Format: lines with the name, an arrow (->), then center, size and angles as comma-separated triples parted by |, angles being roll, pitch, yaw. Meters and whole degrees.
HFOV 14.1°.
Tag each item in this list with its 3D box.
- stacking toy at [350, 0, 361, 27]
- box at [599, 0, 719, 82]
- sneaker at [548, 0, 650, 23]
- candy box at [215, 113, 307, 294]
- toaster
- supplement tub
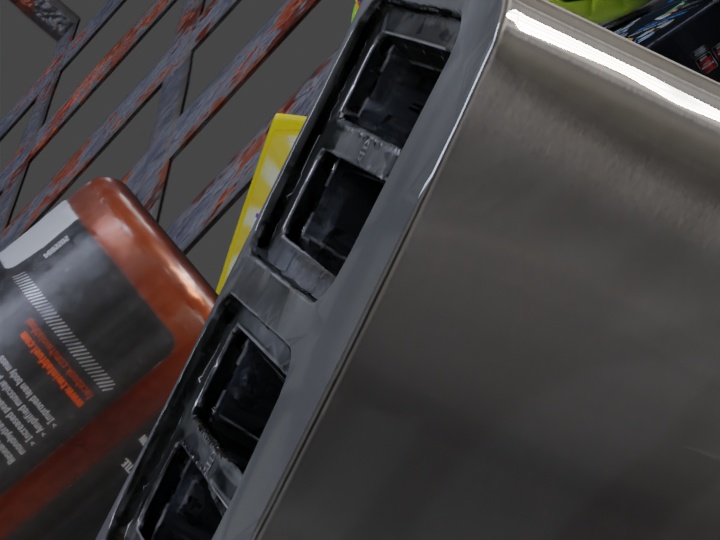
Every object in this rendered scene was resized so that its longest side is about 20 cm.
stacking toy -> 0.034, -0.117, 1.420 | 0.110, 0.116, 0.200 | -53, 3, -21
box -> 0.076, -0.051, 1.090 | 0.159, 0.046, 0.200 | -34, 7, -25
sneaker -> 0.151, -0.164, 1.116 | 0.200, 0.074, 0.084 | -26, 7, 6
candy box -> 0.000, 0.000, 1.012 | 0.200, 0.026, 0.102 | 13, 82, 66
toaster -> 0.029, 0.034, 0.676 | 0.181, 0.119, 0.200 | -64, 14, 3
supplement tub -> -0.128, 0.067, 0.984 | 0.200, 0.107, 0.107 | -39, 14, -3
